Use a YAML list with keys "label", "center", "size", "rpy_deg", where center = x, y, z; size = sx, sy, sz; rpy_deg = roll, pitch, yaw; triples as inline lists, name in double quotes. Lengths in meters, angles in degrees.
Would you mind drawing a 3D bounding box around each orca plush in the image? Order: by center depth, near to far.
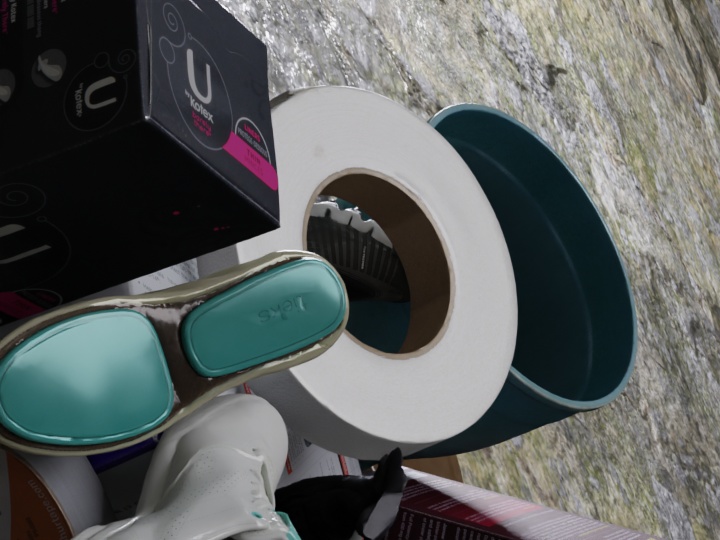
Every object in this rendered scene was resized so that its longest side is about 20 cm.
- label: "orca plush"
  center: [-0.056, 0.154, 1.308]
  size: [0.071, 0.200, 0.106]
  rpy_deg: [12, 63, -32]

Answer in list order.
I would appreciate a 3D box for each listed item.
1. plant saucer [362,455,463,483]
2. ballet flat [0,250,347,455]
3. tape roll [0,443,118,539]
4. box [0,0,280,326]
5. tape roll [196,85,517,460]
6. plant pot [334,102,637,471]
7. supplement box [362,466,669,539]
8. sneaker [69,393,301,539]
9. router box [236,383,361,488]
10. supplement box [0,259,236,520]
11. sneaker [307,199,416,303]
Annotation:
- label: "plant saucer"
  center: [0.019, 0.115, 1.764]
  size: [0.200, 0.029, 0.201]
  rpy_deg: [53, 22, -32]
- label: "ballet flat"
  center: [-0.098, 0.040, 1.219]
  size: [0.199, 0.069, 0.070]
  rpy_deg: [-14, 78, -32]
- label: "tape roll"
  center: [-0.174, 0.137, 1.168]
  size: [0.201, 0.066, 0.201]
  rpy_deg: [53, 24, -35]
- label: "box"
  center: [-0.153, -0.057, 1.236]
  size: [0.122, 0.199, 0.107]
  rpy_deg: [38, 40, -52]
- label: "tape roll"
  center: [0.000, 0.000, 1.407]
  size: [0.202, 0.037, 0.204]
  rpy_deg: [19, 60, -35]
- label: "plant pot"
  center: [0.035, 0.028, 1.617]
  size: [0.200, 0.188, 0.201]
  rpy_deg: [32, 43, -35]
- label: "supplement box"
  center: [0.083, 0.175, 1.593]
  size: [0.109, 0.199, 0.061]
  rpy_deg: [-5, 106, -64]
- label: "sneaker"
  center: [-0.061, 0.118, 1.208]
  size: [0.200, 0.088, 0.076]
  rpy_deg: [-49, 128, -57]
- label: "router box"
  center: [-0.046, 0.135, 1.473]
  size: [0.179, 0.049, 0.201]
  rpy_deg: [-34, 111, -71]
- label: "supplement box"
  center: [-0.134, 0.032, 1.344]
  size: [0.103, 0.101, 0.201]
  rpy_deg: [37, 35, -54]
- label: "sneaker"
  center: [-0.064, 0.001, 1.483]
  size: [0.067, 0.199, 0.091]
  rpy_deg: [92, 15, -62]
